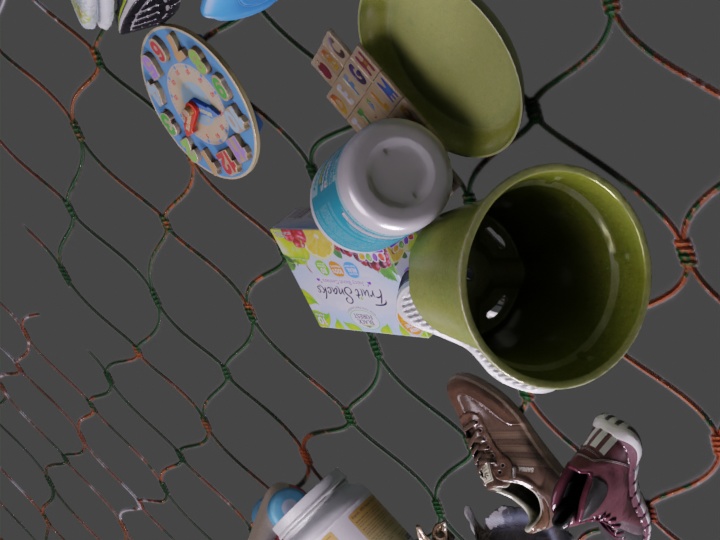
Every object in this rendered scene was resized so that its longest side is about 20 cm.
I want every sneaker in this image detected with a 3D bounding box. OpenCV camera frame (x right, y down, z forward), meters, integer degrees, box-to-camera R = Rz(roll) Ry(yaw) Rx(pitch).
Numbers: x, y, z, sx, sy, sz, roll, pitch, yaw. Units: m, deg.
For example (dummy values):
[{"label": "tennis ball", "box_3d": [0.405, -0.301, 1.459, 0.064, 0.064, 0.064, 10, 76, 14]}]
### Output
[{"label": "sneaker", "box_3d": [0.244, 0.253, 1.620, 0.076, 0.115, 0.200, 22, 139, 40]}, {"label": "sneaker", "box_3d": [-0.242, -0.336, 1.692, 0.081, 0.074, 0.200, 62, 154, 20]}, {"label": "sneaker", "box_3d": [0.131, 0.051, 1.601, 0.200, 0.079, 0.079, 32, 116, -11]}, {"label": "sneaker", "box_3d": [0.158, 0.204, 1.722, 0.200, 0.076, 0.070, 47, 150, 6]}]

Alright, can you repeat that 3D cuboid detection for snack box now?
[{"label": "snack box", "box_3d": [0.000, 0.000, 1.734, 0.200, 0.053, 0.142, 3, 127, 52]}]

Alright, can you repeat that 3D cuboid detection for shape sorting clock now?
[{"label": "shape sorting clock", "box_3d": [-0.190, -0.194, 1.788, 0.200, 0.039, 0.200, 33, 146, 25]}]

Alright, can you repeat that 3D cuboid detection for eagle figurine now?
[{"label": "eagle figurine", "box_3d": [0.182, 0.358, 1.842, 0.199, 0.151, 0.152, -3, 170, 21]}]

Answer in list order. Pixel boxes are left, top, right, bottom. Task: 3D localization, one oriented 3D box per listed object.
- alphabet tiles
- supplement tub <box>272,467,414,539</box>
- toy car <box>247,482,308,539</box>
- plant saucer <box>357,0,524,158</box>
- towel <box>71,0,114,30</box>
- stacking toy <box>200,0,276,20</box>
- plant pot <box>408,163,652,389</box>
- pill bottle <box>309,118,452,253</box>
[{"label": "alphabet tiles", "box_3d": [0.024, -0.150, 1.541, 0.200, 0.006, 0.166, 50, 165, 0]}, {"label": "supplement tub", "box_3d": [-0.009, 0.380, 2.070, 0.200, 0.144, 0.144, 47, 150, 7]}, {"label": "toy car", "box_3d": [-0.068, 0.419, 2.226, 0.200, 0.177, 0.184, 22, 164, -8]}, {"label": "plant saucer", "box_3d": [0.081, -0.198, 1.432, 0.200, 0.031, 0.200, 33, 146, 26]}, {"label": "towel", "box_3d": [-0.309, -0.385, 1.678, 0.200, 0.048, 0.171, 102, 146, -56]}, {"label": "stacking toy", "box_3d": [-0.146, -0.356, 1.512, 0.200, 0.116, 0.110, 56, 149, 14]}, {"label": "plant pot", "box_3d": [0.139, 0.004, 1.442, 0.201, 0.200, 0.184, 59, 160, -14]}, {"label": "pill bottle", "box_3d": [0.013, -0.078, 1.523, 0.111, 0.111, 0.200, 52, 164, -3]}]
